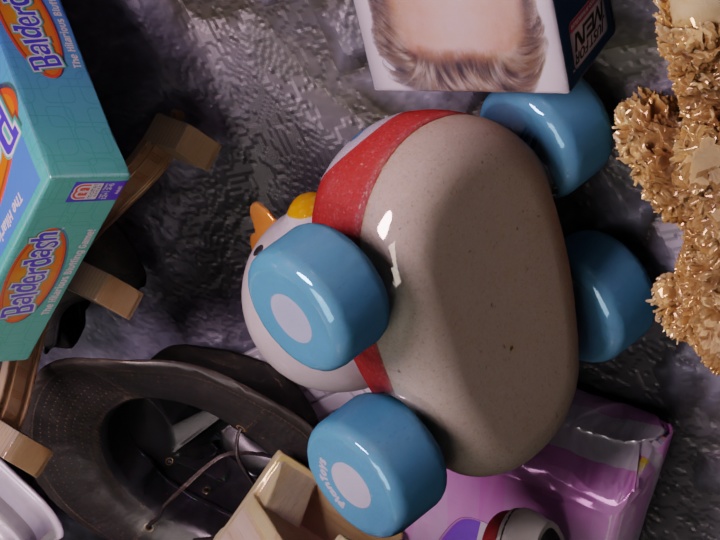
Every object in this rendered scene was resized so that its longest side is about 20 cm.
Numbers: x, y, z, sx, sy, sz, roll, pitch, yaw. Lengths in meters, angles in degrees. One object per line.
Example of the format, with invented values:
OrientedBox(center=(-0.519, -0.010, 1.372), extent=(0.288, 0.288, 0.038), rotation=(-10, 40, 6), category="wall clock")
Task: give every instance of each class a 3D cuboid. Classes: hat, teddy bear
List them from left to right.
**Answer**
OrientedBox(center=(-0.079, 0.089, 1.166), extent=(0.201, 0.081, 0.201), rotation=(14, 139, 13), category="hat")
OrientedBox(center=(0.180, -0.050, 0.946), extent=(0.145, 0.067, 0.200), rotation=(-11, 111, 25), category="teddy bear")

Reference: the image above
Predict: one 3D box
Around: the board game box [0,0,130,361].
OrientedBox(center=(-0.188, -0.078, 1.063), extent=(0.152, 0.045, 0.200), rotation=(-55, 50, 43), category="board game box")

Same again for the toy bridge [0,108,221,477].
OrientedBox(center=(-0.141, 0.005, 1.100), extent=(0.027, 0.200, 0.067), rotation=(33, 172, -40), category="toy bridge")

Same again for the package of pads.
OrientedBox(center=(0.083, 0.144, 1.126), extent=(0.120, 0.076, 0.200), rotation=(22, 131, 15), category="package of pads")

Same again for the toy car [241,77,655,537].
OrientedBox(center=(0.000, 0.000, 1.022), extent=(0.200, 0.184, 0.177), rotation=(14, 132, 46), category="toy car")

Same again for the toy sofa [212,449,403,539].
OrientedBox(center=(-0.019, 0.163, 1.011), extent=(0.083, 0.098, 0.200), rotation=(34, 179, -13), category="toy sofa")

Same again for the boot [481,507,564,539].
OrientedBox(center=(0.033, 0.187, 1.090), extent=(0.144, 0.072, 0.200), rotation=(15, 133, 19), category="boot")

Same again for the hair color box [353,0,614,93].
OrientedBox(center=(0.040, -0.177, 0.925), extent=(0.100, 0.061, 0.200), rotation=(3, 125, 28), category="hair color box")

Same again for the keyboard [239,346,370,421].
OrientedBox(center=(-0.008, 0.048, 1.152), extent=(0.200, 0.011, 0.056), rotation=(-25, 108, 40), category="keyboard")

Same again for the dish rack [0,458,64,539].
OrientedBox(center=(-0.280, 0.116, 1.303), extent=(0.200, 0.044, 0.172), rotation=(44, 152, -7), category="dish rack")

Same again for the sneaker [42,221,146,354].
OrientedBox(center=(-0.203, 0.013, 1.200), extent=(0.200, 0.076, 0.091), rotation=(-18, 119, 40), category="sneaker")
